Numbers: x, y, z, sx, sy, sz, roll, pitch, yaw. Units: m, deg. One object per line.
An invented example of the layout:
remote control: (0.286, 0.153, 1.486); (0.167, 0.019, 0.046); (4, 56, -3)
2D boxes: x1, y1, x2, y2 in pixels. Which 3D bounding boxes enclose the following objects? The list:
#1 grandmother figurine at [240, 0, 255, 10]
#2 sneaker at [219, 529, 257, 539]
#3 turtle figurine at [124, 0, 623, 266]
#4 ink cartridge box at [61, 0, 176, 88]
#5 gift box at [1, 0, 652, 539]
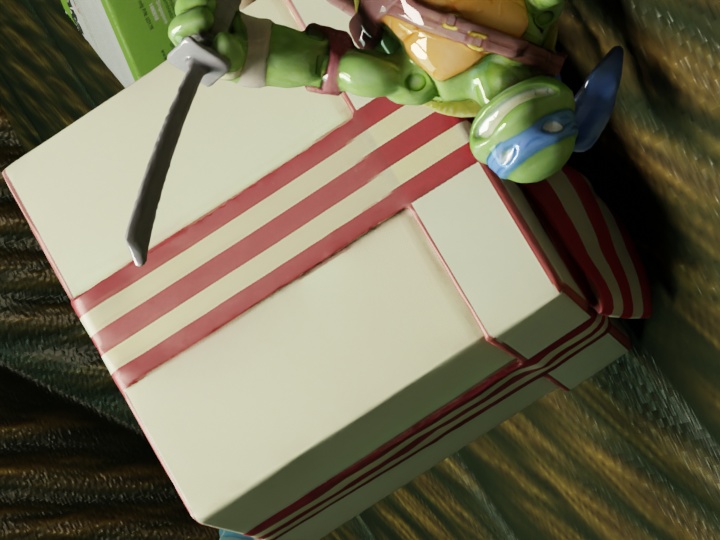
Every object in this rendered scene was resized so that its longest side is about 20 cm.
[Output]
grandmother figurine: (-0.031, -0.138, 1.290); (0.121, 0.060, 0.201); (-23, 91, 52)
sneaker: (-0.134, 0.281, 2.637); (0.080, 0.130, 0.200); (63, 170, -12)
turtle figurine: (0.000, -0.123, 0.934); (0.144, 0.199, 0.195); (-49, 59, 42)
ink cartridge box: (-0.138, -0.190, 1.624); (0.200, 0.075, 0.148); (49, 163, 57)
gift box: (-0.003, -0.015, 1.114); (0.185, 0.186, 0.200); (59, -171, 10)
